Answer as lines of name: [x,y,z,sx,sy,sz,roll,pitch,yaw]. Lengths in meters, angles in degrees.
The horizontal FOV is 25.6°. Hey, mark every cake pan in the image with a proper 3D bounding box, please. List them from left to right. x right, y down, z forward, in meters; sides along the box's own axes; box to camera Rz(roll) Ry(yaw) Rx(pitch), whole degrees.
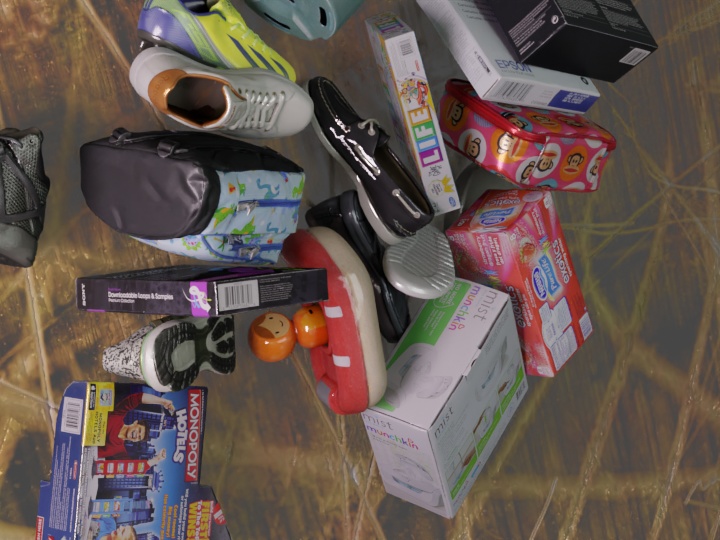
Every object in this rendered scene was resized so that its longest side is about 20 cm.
cake pan: [0.169,-0.051,1.927,0.199,0.037,0.202,-4,96,-47]

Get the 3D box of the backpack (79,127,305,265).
backpack: [-0.143,-0.071,1.513,0.199,0.162,0.155,-23,118,-51]

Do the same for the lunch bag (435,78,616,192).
lunch bag: [0.181,-0.161,1.836,0.199,0.176,0.082,2,117,-45]

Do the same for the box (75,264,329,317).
box: [-0.148,0.017,1.467,0.142,0.199,0.036,-8,95,-47]

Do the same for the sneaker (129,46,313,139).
sneaker: [-0.121,-0.153,1.516,0.199,0.085,0.073,8,115,-36]

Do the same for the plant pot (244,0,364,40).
plant pot: [-0.032,-0.351,1.588,0.197,0.199,0.200,-55,129,-20]

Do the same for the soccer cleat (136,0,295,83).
soccer cleat: [-0.131,-0.229,1.563,0.199,0.064,0.084,16,95,-44]

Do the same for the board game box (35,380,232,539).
board game box: [-0.209,0.207,1.513,0.199,0.061,0.202,8,86,-48]

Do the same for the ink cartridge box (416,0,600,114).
ink cartridge box: [0.161,-0.270,1.813,0.199,0.041,0.201,1,50,-48]

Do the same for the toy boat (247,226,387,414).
toy boat: [-0.055,0.057,1.648,0.130,0.130,0.202,-14,104,-16]

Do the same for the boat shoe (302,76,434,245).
boat shoe: [0.009,-0.125,1.685,0.201,0.060,0.074,61,28,0]

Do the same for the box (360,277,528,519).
box: [0.099,0.142,1.782,0.201,0.096,0.177,-56,148,-29]

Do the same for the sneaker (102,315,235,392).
sneaker: [-0.182,0.068,1.525,0.200,0.088,0.078,-11,102,-70]

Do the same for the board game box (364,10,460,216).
board game box: [0.056,-0.173,1.734,0.034,0.135,0.201,-18,110,-3]

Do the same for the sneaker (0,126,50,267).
sneaker: [-0.340,-0.089,1.345,0.199,0.076,0.115,32,67,-47]

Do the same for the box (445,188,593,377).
box: [0.187,0.013,1.852,0.100,0.095,0.201,-43,123,-38]

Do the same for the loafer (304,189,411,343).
loafer: [0.000,0.000,1.742,0.072,0.062,0.201,-81,153,-54]

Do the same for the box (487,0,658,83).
box: [0.233,-0.301,1.808,0.199,0.079,0.142,3,58,-49]

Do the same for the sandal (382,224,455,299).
sandal: [0.063,-0.001,1.744,0.050,0.082,0.203,-64,180,22]
